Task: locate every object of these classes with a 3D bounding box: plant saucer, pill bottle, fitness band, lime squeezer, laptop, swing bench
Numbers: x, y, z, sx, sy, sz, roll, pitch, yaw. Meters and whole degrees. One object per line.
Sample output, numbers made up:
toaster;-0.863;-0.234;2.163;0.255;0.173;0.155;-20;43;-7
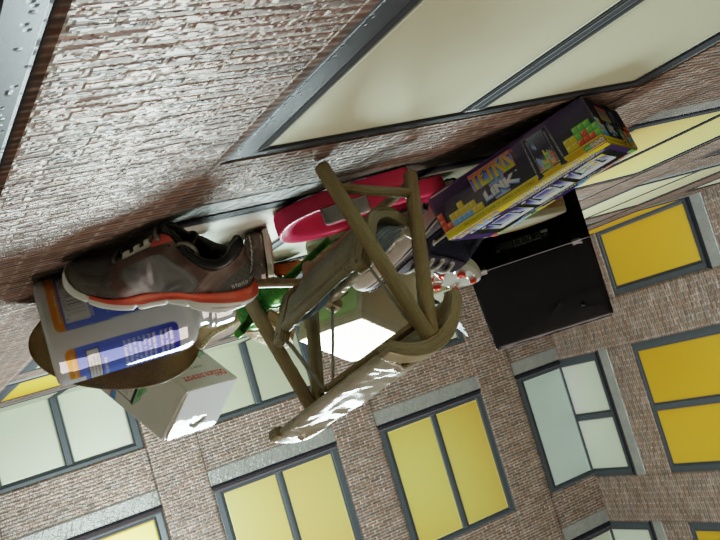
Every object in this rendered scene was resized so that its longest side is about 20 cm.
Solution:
plant saucer;-0.288;0.070;1.127;0.196;0.036;0.201;8;-155;-4
pill bottle;-0.239;0.042;1.025;0.197;0.114;0.112;-15;175;-19
fitness band;-0.001;-0.074;1.071;0.197;0.038;0.144;-16;177;-8
lime squeezer;-0.102;0.026;1.079;0.200;0.038;0.071;-48;171;-47
laptop;0.259;-0.017;1.448;0.184;0.203;0.116;-18;146;13
swing bench;-0.015;0.036;0.929;0.128;0.203;0.198;-1;152;-42

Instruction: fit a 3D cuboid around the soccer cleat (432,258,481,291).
soccer cleat;0.082;-0.029;1.227;0.198;0.079;0.069;18;147;-36

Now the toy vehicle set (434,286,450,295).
toy vehicle set;0.035;-0.005;1.398;0.198;0.126;0.026;-21;174;35

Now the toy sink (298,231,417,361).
toy sink;0.000;0.000;1.275;0.111;0.203;0.129;25;149;-36

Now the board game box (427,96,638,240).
board game box;0.192;-0.107;1.055;0.199;0.057;0.165;-33;168;25

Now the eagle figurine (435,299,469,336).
eagle figurine;0.074;0.035;1.516;0.148;0.203;0.152;-15;175;-11

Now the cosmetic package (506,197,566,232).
cosmetic package;0.182;-0.088;1.314;0.198;0.072;0.105;-13;174;-42

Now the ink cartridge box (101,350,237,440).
ink cartridge box;-0.294;0.138;1.351;0.085;0.199;0.144;-60;162;12

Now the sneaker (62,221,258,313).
sneaker;-0.195;-0.012;0.925;0.196;0.083;0.077;1;-154;7

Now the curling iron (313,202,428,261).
curling iron;0.008;-0.044;1.119;0.199;0.026;0.050;-27;-168;49

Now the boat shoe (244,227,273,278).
boat shoe;-0.140;0.014;1.177;0.058;0.073;0.201;-1;153;-10

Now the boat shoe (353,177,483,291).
boat shoe;0.074;-0.019;1.135;0.200;0.093;0.074;-45;-161;-29

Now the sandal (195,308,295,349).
sandal;-0.169;0.063;1.132;0.210;0.071;0.077;28;144;-29

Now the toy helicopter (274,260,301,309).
toy helicopter;-0.181;0.039;1.445;0.197;0.080;0.132;-6;-174;22
